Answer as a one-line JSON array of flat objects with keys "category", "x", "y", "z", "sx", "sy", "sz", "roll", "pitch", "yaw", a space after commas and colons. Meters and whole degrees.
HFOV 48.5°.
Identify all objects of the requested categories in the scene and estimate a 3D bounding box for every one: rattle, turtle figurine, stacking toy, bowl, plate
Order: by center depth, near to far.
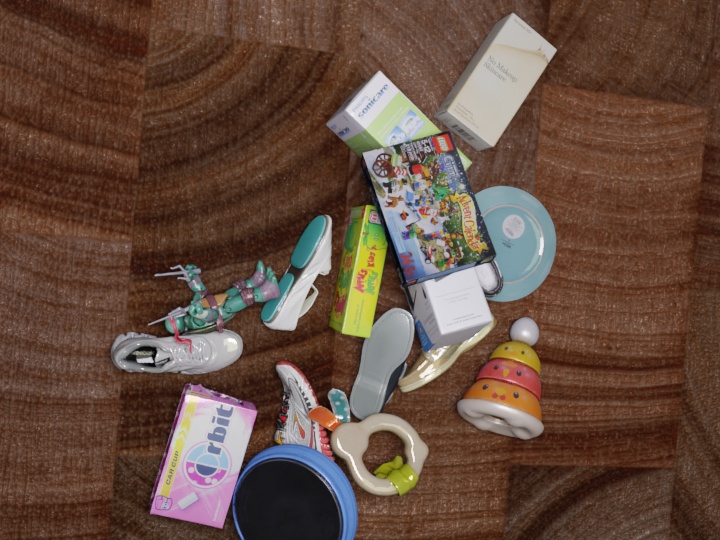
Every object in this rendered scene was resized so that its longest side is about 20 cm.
[{"category": "bowl", "x": -0.103, "y": 0.364, "z": 1.207, "sx": 0.200, "sy": 0.039, "sz": 0.201, "roll": 3, "pitch": 98, "yaw": 20}, {"category": "turtle figurine", "x": -0.228, "y": 0.046, "z": 1.210, "sx": 0.200, "sy": 0.150, "sz": 0.101, "roll": -20, "pitch": 125, "yaw": -18}, {"category": "rattle", "x": 0.000, "y": 0.276, "z": 1.281, "sx": 0.200, "sy": 0.143, "sz": 0.130, "roll": 27, "pitch": 85, "yaw": -2}, {"category": "stacking toy", "x": 0.253, "y": 0.170, "z": 1.347, "sx": 0.146, "sy": 0.146, "sz": 0.200, "roll": 24, "pitch": 68, "yaw": -14}, {"category": "plate", "x": 0.249, "y": -0.045, "z": 1.371, "sx": 0.200, "sy": 0.026, "sz": 0.201, "roll": -1, "pitch": 92, "yaw": -13}]

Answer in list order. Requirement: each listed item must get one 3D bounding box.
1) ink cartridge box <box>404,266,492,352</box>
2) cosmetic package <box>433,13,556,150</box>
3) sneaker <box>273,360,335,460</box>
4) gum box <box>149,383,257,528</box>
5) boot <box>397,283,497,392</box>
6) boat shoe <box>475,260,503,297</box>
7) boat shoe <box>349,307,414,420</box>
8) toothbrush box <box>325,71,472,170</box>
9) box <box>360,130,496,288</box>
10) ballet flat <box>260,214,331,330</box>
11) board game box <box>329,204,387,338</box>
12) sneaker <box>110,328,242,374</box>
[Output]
[{"category": "ink cartridge box", "x": 0.115, "y": 0.007, "z": 1.211, "sx": 0.084, "sy": 0.145, "sz": 0.200, "roll": -14, "pitch": 76, "yaw": -10}, {"category": "cosmetic package", "x": 0.223, "y": -0.311, "z": 1.330, "sx": 0.103, "sy": 0.073, "sz": 0.200, "roll": 34, "pitch": 85, "yaw": -13}, {"category": "sneaker", "x": -0.102, "y": 0.240, "z": 1.269, "sx": 0.082, "sy": 0.078, "sz": 0.200, "roll": -16, "pitch": 96, "yaw": -11}, {"category": "gum box", "x": -0.242, "y": 0.283, "z": 1.240, "sx": 0.113, "sy": 0.066, "sz": 0.200, "roll": 17, "pitch": 88, "yaw": -15}, {"category": "boot", "x": 0.106, "y": 0.089, "z": 1.318, "sx": 0.200, "sy": 0.073, "sz": 0.156, "roll": -39, "pitch": 97, "yaw": -3}, {"category": "boat shoe", "x": 0.167, "y": -0.042, "z": 1.315, "sx": 0.074, "sy": 0.060, "sz": 0.200, "roll": -32, "pitch": 86, "yaw": 5}, {"category": "boat shoe", "x": 0.038, "y": 0.144, "z": 1.281, "sx": 0.076, "sy": 0.060, "sz": 0.200, "roll": 30, "pitch": 110, "yaw": 13}, {"category": "toothbrush box", "x": 0.056, "y": -0.201, "z": 1.255, "sx": 0.200, "sy": 0.146, "sz": 0.086, "roll": 41, "pitch": 82, "yaw": -11}, {"category": "box", "x": 0.095, "y": -0.089, "z": 1.141, "sx": 0.136, "sy": 0.038, "sz": 0.200, "roll": -16, "pitch": 76, "yaw": -9}, {"category": "ballet flat", "x": -0.087, "y": 0.008, "z": 1.276, "sx": 0.069, "sy": 0.069, "sz": 0.200, "roll": 29, "pitch": 89, "yaw": -13}, {"category": "board game box", "x": 0.000, "y": 0.000, "z": 1.271, "sx": 0.048, "sy": 0.102, "sz": 0.200, "roll": 11, "pitch": 89, "yaw": -14}, {"category": "sneaker", "x": -0.278, "y": 0.128, "z": 1.220, "sx": 0.200, "sy": 0.081, "sz": 0.075, "roll": -4, "pitch": 91, "yaw": -15}]
